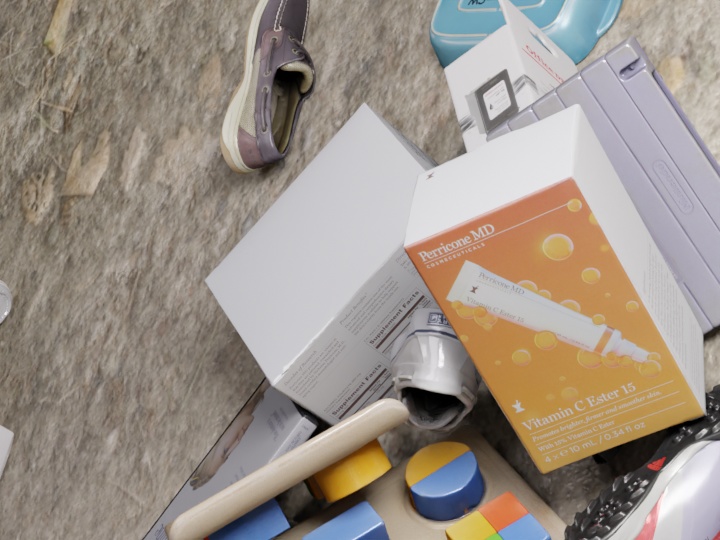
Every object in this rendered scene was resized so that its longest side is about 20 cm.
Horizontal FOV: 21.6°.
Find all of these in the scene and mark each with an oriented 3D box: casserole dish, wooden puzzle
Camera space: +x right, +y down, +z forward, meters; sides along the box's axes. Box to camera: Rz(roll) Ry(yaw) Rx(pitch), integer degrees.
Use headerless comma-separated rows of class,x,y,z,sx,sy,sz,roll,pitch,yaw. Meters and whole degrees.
casserole dish,0.132,-0.227,1.590,0.199,0.039,0.122,5,66,47
wooden puzzle,0.042,0.193,1.307,0.184,0.047,0.200,-30,36,-14
wooden puzzle,-0.051,0.157,1.349,0.184,0.047,0.200,-29,-4,-8

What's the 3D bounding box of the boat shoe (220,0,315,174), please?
boat shoe,-0.072,-0.180,1.734,0.064,0.072,0.201,-1,59,30

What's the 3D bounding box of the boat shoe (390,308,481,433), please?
boat shoe,0.049,0.083,1.354,0.073,0.200,0.066,12,73,7

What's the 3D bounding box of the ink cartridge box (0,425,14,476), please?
ink cartridge box,-0.451,0.163,1.794,0.199,0.147,0.086,-2,63,42

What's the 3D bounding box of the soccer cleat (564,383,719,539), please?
soccer cleat,0.223,0.141,1.235,0.200,0.073,0.068,-41,15,-10

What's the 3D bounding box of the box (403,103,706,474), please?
box,0.131,0.014,1.243,0.124,0.201,0.098,-23,26,21

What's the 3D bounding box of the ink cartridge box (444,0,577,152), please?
ink cartridge box,0.132,-0.104,1.443,0.066,0.116,0.201,-34,43,23

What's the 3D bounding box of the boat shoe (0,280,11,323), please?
boat shoe,-0.398,0.057,1.816,0.068,0.199,0.073,15,109,31

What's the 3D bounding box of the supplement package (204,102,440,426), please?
supplement package,0.000,0.000,1.502,0.200,0.111,0.156,-47,41,7

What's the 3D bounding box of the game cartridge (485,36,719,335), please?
game cartridge,0.190,-0.044,1.305,0.129,0.201,0.038,-32,5,27

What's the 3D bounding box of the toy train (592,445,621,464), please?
toy train,0.130,0.077,1.382,0.046,0.034,0.200,-50,40,-1

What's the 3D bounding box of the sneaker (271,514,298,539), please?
sneaker,-0.046,0.268,1.399,0.100,0.069,0.200,-56,36,8

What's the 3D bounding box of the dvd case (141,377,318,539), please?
dvd case,-0.112,0.178,1.518,0.201,0.017,0.143,-53,18,2
